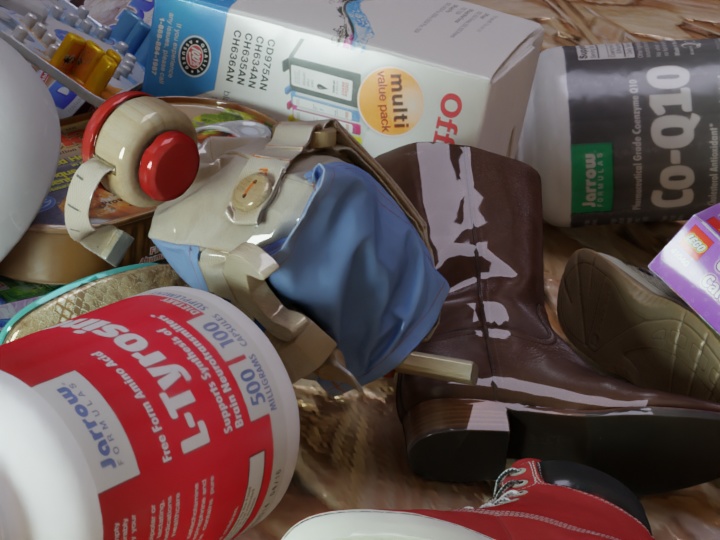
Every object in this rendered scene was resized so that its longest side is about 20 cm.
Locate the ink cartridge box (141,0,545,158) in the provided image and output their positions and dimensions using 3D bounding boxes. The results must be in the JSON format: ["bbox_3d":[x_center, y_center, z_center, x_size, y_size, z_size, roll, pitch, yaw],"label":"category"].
[{"bbox_3d":[-0.013,-0.085,1.288,0.198,0.149,0.145,16,22,11],"label":"ink cartridge box"}]

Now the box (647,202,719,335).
[{"bbox_3d":[0.230,0.022,1.178,0.137,0.039,0.200,44,17,9],"label":"box"}]

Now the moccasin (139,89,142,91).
[{"bbox_3d":[-0.159,-0.168,1.505,0.067,0.081,0.200,5,22,-4],"label":"moccasin"}]

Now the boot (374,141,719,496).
[{"bbox_3d":[0.098,0.014,1.126,0.184,0.065,0.201,5,47,-12],"label":"boot"}]

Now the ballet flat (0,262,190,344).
[{"bbox_3d":[-0.087,0.030,1.092,0.199,0.071,0.065,-20,61,-46],"label":"ballet flat"}]

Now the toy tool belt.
[{"bbox_3d":[-0.027,-0.008,0.999,0.122,0.125,0.200,28,-7,38],"label":"toy tool belt"}]

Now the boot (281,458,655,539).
[{"bbox_3d":[0.046,0.118,0.942,0.198,0.073,0.144,13,20,-20],"label":"boot"}]

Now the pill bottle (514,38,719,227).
[{"bbox_3d":[0.164,-0.085,1.389,0.198,0.114,0.113,-4,22,3],"label":"pill bottle"}]

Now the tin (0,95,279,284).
[{"bbox_3d":[-0.122,-0.044,1.145,0.199,0.042,0.112,-18,40,-38],"label":"tin"}]

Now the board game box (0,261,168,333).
[{"bbox_3d":[-0.200,-0.016,1.167,0.199,0.042,0.199,29,28,35],"label":"board game box"}]

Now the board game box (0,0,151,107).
[{"bbox_3d":[-0.202,-0.167,1.242,0.199,0.026,0.200,35,11,-2],"label":"board game box"}]

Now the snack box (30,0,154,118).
[{"bbox_3d":[-0.147,-0.168,1.419,0.072,0.024,0.200,23,65,34],"label":"snack box"}]

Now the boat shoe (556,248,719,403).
[{"bbox_3d":[0.176,0.045,1.177,0.064,0.073,0.200,0,23,-28],"label":"boat shoe"}]

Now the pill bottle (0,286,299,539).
[{"bbox_3d":[-0.121,0.081,0.882,0.112,0.113,0.199,23,25,26],"label":"pill bottle"}]

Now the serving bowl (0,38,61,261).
[{"bbox_3d":[-0.247,-0.058,1.072,0.198,0.066,0.201,-11,47,12],"label":"serving bowl"}]
